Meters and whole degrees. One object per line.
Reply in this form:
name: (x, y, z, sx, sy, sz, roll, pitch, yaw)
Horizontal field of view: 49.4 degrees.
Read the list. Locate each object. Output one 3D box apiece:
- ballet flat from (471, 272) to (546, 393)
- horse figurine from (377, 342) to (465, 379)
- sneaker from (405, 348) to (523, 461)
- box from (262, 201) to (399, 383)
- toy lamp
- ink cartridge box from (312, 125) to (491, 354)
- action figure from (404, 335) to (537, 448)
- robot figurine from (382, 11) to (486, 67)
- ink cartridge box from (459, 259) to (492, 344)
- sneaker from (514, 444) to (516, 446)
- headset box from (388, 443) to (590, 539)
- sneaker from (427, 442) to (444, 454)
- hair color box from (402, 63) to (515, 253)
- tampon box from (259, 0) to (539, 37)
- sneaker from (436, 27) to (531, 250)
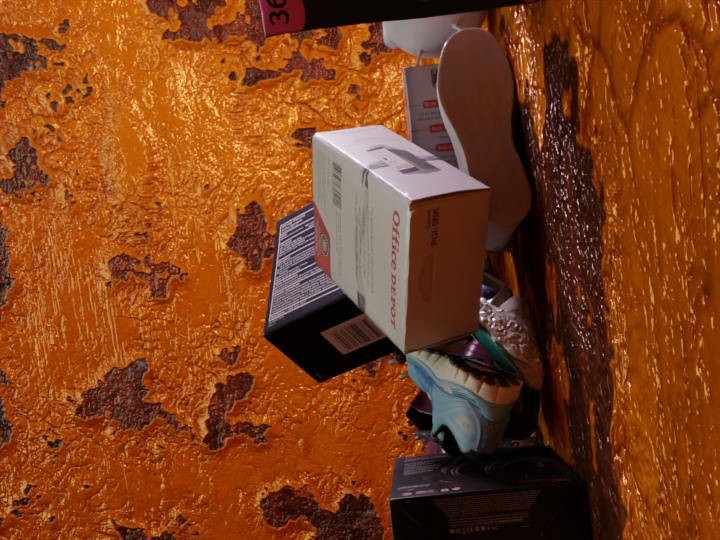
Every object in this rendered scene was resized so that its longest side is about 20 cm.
ballet flat: (0.125, 0.040, 0.759, 0.200, 0.071, 0.072, 44, 148, 54)
horse figurine: (0.114, 0.123, 1.030, 0.133, 0.199, 0.050, 141, 138, -62)
sneaker: (0.081, 0.123, 0.728, 0.200, 0.078, 0.090, -168, 90, -82)
box: (0.000, 0.000, 0.962, 0.123, 0.199, 0.199, 46, -149, -37)
toy lamp: (0.146, 0.090, 0.802, 0.200, 0.058, 0.058, -86, -11, -56)
ink cartridge box: (0.031, -0.038, 0.739, 0.200, 0.082, 0.148, 43, 139, 52)
action figure: (0.130, 0.106, 0.884, 0.149, 0.134, 0.200, -44, 16, 53)
robot figurine: (0.076, -0.315, 0.850, 0.170, 0.112, 0.201, -41, 46, 51)
ink cartridge box: (0.088, 0.043, 1.106, 0.145, 0.199, 0.088, -86, -12, -66)
sneaker: (0.173, 0.266, 1.056, 0.116, 0.075, 0.201, -74, -23, -74)
headset box: (0.104, 0.205, 0.679, 0.200, 0.148, 0.078, 26, -122, -85)
sneaker: (0.153, 0.246, 0.879, 0.200, 0.088, 0.081, -128, 33, -52)
hair color box: (0.104, -0.116, 0.834, 0.061, 0.101, 0.201, -53, -43, -85)
tampon box: (0.021, -0.264, 0.575, 0.126, 0.199, 0.151, -86, -11, -69)
sneaker: (0.112, -0.119, 0.753, 0.116, 0.073, 0.201, 82, -178, -74)
